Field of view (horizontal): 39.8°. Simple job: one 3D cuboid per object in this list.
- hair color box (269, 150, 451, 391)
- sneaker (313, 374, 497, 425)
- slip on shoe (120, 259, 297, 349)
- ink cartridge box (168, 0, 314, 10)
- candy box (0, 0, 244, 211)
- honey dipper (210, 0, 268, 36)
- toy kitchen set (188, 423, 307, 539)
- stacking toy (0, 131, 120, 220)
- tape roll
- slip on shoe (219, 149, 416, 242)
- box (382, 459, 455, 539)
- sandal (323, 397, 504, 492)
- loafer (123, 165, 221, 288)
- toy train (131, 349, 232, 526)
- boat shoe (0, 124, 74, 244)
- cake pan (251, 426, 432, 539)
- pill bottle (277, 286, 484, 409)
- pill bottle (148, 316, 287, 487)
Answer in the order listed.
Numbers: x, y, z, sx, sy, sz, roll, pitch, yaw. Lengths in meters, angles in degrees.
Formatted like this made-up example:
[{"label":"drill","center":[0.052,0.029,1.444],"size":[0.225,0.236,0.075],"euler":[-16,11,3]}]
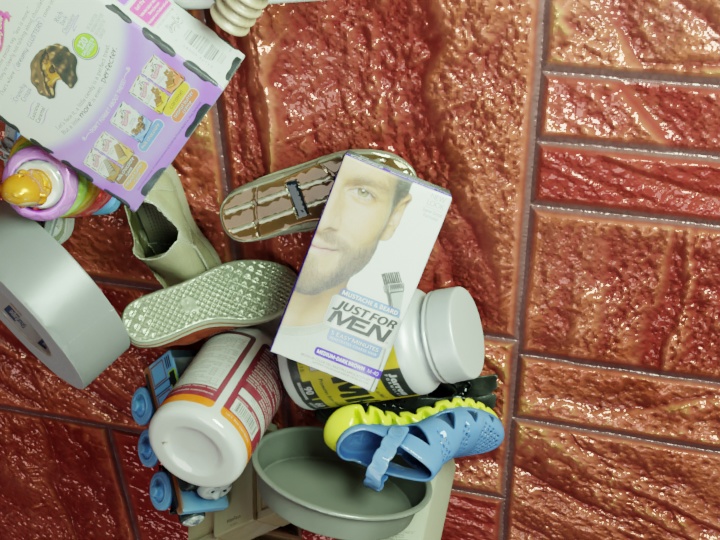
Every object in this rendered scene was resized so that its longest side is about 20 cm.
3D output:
[{"label":"hair color box","center":[0.000,0.000,0.942],"size":[0.109,0.065,0.201],"euler":[21,99,-2]},{"label":"sneaker","center":[0.050,0.145,1.130],"size":[0.198,0.060,0.105],"euler":[13,129,3]},{"label":"slip on shoe","center":[-0.159,0.039,1.069],"size":[0.061,0.199,0.075],"euler":[124,127,-68]},{"label":"ink cartridge box","center":[-0.108,-0.301,0.824],"size":[0.198,0.085,0.147],"euler":[0,126,16]},{"label":"candy box","center":[-0.230,-0.175,0.857],"size":[0.199,0.072,0.168],"euler":[36,127,-15]},{"label":"honey dipper","center":[-0.053,-0.262,0.758],"size":[0.038,0.038,0.200],"euler":[36,128,-11]},{"label":"toy kitchen set","center":[-0.100,0.265,1.254],"size":[0.199,0.164,0.180],"euler":[-31,140,34]},{"label":"stacking toy","center":[-0.293,-0.088,0.932],"size":[0.115,0.200,0.111],"euler":[9,105,-5]},{"label":"tape roll","center":[-0.328,0.027,1.013],"size":[0.200,0.066,0.201],"euler":[37,155,20]},{"label":"slip on shoe","center":[-0.041,-0.074,0.993],"size":[0.198,0.061,0.077],"euler":[-16,101,7]},{"label":"box","center":[0.051,0.281,1.136],"size":[0.082,0.201,0.069],"euler":[-2,129,21]},{"label":"sandal","center":[0.064,0.190,1.055],"size":[0.198,0.087,0.080],"euler":[-4,129,-17]},{"label":"loafer","center":[-0.209,-0.024,1.077],"size":[0.075,0.068,0.201],"euler":[-7,123,23]},{"label":"toy train","center":[-0.206,0.195,1.174],"size":[0.086,0.201,0.114],"euler":[6,146,-44]},{"label":"boat shoe","center":[-0.350,-0.098,1.070],"size":[0.074,0.065,0.203],"euler":[18,130,5]},{"label":"cake pan","center":[-0.023,0.228,1.069],"size":[0.199,0.200,0.037],"euler":[15,105,7]},{"label":"pill bottle","center":[0.022,0.080,1.050],"size":[0.199,0.115,0.115],"euler":[-12,122,26]},{"label":"pill bottle","center":[-0.139,0.129,1.080],"size":[0.109,0.200,0.110],"euler":[10,125,15]}]
